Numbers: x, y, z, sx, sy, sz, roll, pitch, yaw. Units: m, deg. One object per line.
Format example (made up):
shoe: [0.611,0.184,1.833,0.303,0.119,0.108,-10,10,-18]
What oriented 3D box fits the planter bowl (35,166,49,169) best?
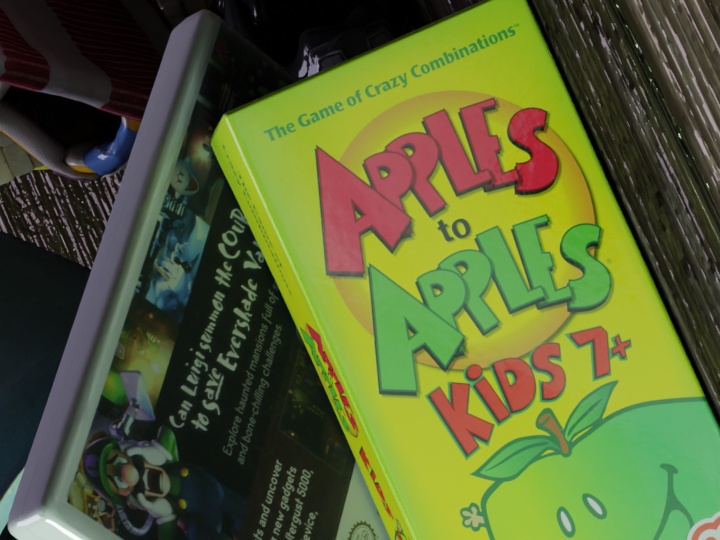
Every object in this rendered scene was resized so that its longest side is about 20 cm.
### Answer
planter bowl: [-0.128,-0.127,1.277,0.083,0.200,0.201,38,154,48]

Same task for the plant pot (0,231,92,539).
plant pot: [-0.111,0.083,0.937,0.196,0.200,0.201,27,145,46]

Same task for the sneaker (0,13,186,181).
sneaker: [-0.102,-0.068,1.120,0.199,0.075,0.090,16,-148,-42]

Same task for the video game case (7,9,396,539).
video game case: [-0.012,0.043,0.832,0.182,0.023,0.201,38,-132,-27]

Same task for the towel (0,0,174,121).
towel: [-0.147,-0.117,1.018,0.199,0.023,0.144,14,-149,-44]

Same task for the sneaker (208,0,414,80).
sneaker: [-0.021,-0.092,1.029,0.200,0.071,0.098,50,163,61]

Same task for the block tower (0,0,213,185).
block tower: [-0.116,-0.099,1.202,0.058,0.199,0.054,-115,4,-54]

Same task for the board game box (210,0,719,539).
board game box: [0.041,0.027,0.803,0.048,0.101,0.201,144,102,-80]
